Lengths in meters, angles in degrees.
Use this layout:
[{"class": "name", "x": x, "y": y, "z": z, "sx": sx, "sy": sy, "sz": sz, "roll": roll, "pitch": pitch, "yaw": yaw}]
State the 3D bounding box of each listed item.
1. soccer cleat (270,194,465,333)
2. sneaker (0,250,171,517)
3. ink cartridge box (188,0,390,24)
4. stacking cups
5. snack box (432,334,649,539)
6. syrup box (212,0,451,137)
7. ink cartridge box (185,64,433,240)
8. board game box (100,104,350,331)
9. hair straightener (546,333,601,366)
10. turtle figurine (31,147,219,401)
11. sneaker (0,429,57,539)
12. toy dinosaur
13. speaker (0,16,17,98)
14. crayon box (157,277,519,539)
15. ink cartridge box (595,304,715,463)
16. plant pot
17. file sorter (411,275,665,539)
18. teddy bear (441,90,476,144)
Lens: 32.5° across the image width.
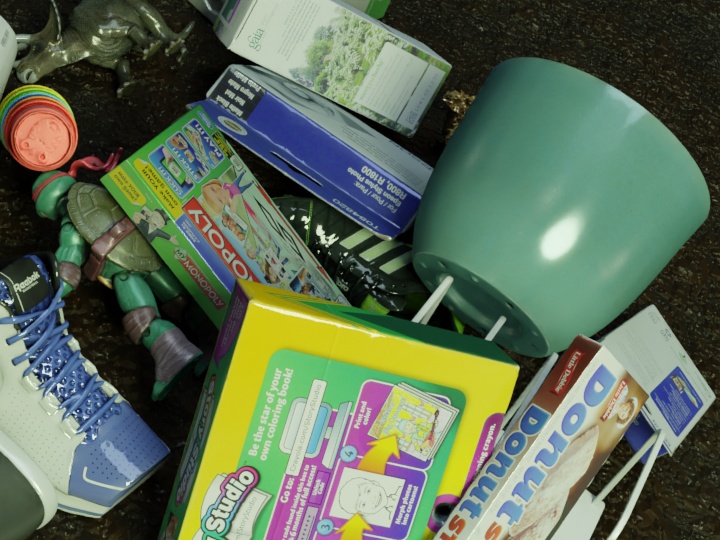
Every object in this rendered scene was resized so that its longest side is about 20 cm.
[{"class": "soccer cleat", "x": 0.000, "y": 0.000, "z": 0.987, "sx": 0.200, "sy": 0.068, "sz": 0.081, "roll": 21, "pitch": 43, "yaw": -14}, {"class": "sneaker", "x": -0.206, "y": 0.057, "z": 0.769, "sx": 0.199, "sy": 0.115, "sz": 0.081, "roll": 37, "pitch": 42, "yaw": 9}, {"class": "ink cartridge box", "x": -0.072, "y": -0.305, "z": 1.239, "sx": 0.146, "sy": 0.084, "sz": 0.200, "roll": 42, "pitch": 42, "yaw": 15}, {"class": "stacking cups", "x": -0.226, "y": -0.103, "z": 0.876, "sx": 0.060, "sy": 0.061, "sz": 0.200, "roll": 13, "pitch": 3, "yaw": -19}, {"class": "snack box", "x": 0.099, "y": 0.138, "z": 0.752, "sx": 0.024, "sy": 0.200, "sz": 0.072, "roll": 29, "pitch": -10, "yaw": 48}, {"class": "syrup box", "x": -0.026, "y": -0.203, "z": 1.120, "sx": 0.200, "sy": 0.079, "sz": 0.081, "roll": 23, "pitch": 16, "yaw": -26}, {"class": "ink cartridge box", "x": -0.026, "y": -0.105, "z": 1.036, "sx": 0.199, "sy": 0.041, "sz": 0.200, "roll": 34, "pitch": 15, "yaw": 5}, {"class": "board game box", "x": -0.089, "y": -0.015, "z": 0.895, "sx": 0.200, "sy": 0.029, "sz": 0.135, "roll": 53, "pitch": 25, "yaw": -11}, {"class": "hair straightener", "x": 0.125, "y": 0.016, "z": 1.052, "sx": 0.077, "sy": 0.041, "sz": 0.200, "roll": -10, "pitch": 53, "yaw": -50}, {"class": "turtle figurine", "x": -0.180, "y": -0.004, "z": 0.866, "sx": 0.200, "sy": 0.101, "sz": 0.150, "roll": 44, "pitch": 42, "yaw": 7}, {"class": "sneaker", "x": -0.280, "y": 0.105, "z": 0.710, "sx": 0.200, "sy": 0.071, "sz": 0.099, "roll": 38, "pitch": 36, "yaw": 3}, {"class": "toy dinosaur", "x": -0.208, "y": -0.214, "z": 1.075, "sx": 0.102, "sy": 0.077, "sz": 0.200, "roll": 43, "pitch": 45, "yaw": 5}, {"class": "speaker", "x": -0.312, "y": -0.113, "z": 0.908, "sx": 0.081, "sy": 0.081, "sz": 0.200, "roll": 17, "pitch": 43, "yaw": -15}, {"class": "crayon box", "x": -0.019, "y": 0.123, "z": 0.750, "sx": 0.172, "sy": 0.200, "sz": 0.058, "roll": 15, "pitch": 10, "yaw": -16}, {"class": "ink cartridge box", "x": 0.225, "y": 0.090, "z": 0.982, "sx": 0.100, "sy": 0.039, "sz": 0.200, "roll": 58, "pitch": 24, "yaw": 8}, {"class": "plant pot", "x": 0.134, "y": -0.033, "z": 0.934, "sx": 0.200, "sy": 0.201, "sz": 0.161, "roll": 36, "pitch": 75, "yaw": 7}, {"class": "file sorter", "x": 0.094, "y": 0.124, "z": 0.870, "sx": 0.200, "sy": 0.125, "sz": 0.139, "roll": 36, "pitch": 41, "yaw": 6}, {"class": "teddy bear", "x": 0.128, "y": -0.090, "z": 1.122, "sx": 0.145, "sy": 0.067, "sz": 0.200, "roll": 41, "pitch": 25, "yaw": -17}]
